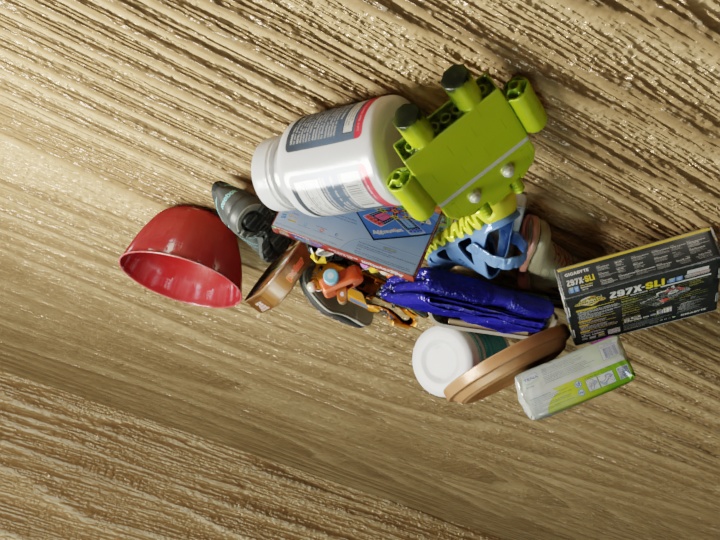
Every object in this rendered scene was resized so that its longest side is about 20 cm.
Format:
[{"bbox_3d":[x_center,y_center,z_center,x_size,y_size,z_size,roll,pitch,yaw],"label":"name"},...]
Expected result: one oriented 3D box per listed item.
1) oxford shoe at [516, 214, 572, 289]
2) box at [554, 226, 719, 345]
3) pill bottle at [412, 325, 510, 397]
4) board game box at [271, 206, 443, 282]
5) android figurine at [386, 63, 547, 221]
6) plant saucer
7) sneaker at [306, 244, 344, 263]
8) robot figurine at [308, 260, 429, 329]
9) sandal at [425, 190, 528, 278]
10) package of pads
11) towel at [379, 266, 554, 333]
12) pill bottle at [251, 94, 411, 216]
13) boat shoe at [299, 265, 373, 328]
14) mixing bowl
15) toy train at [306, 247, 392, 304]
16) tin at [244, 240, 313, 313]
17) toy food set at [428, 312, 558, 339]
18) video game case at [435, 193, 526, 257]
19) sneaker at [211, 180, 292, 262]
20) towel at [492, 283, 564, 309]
[{"bbox_3d":[0.245,-0.024,1.220,0.072,0.072,0.200,6,167,10],"label":"oxford shoe"},{"bbox_3d":[0.360,0.025,1.196,0.197,0.050,0.160,-16,148,11],"label":"box"},{"bbox_3d":[0.174,0.140,1.489,0.109,0.113,0.199,-2,178,33],"label":"pill bottle"},{"bbox_3d":[-0.004,-0.065,1.173,0.197,0.104,0.020,20,160,16],"label":"board game box"},{"bbox_3d":[0.115,-0.125,0.980,0.181,0.041,0.200,-36,139,7],"label":"android figurine"},{"bbox_3d":[0.210,0.138,1.308,0.198,0.033,0.201,-26,165,-7],"label":"plant saucer"},{"bbox_3d":[-0.053,-0.044,1.312,0.069,0.092,0.201,11,157,7],"label":"sneaker"},{"bbox_3d":[0.016,0.036,1.447,0.197,0.059,0.145,25,-177,-3],"label":"robot figurine"},{"bbox_3d":[0.144,-0.026,1.158,0.088,0.079,0.200,60,156,3],"label":"sandal"},{"bbox_3d":[0.294,0.148,1.270,0.152,0.069,0.200,-24,166,12],"label":"package of pads"},{"bbox_3d":[0.140,0.047,1.239,0.197,0.051,0.147,15,166,-21],"label":"towel"},{"bbox_3d":[-0.027,-0.126,1.070,0.197,0.122,0.119,-5,151,39],"label":"pill bottle"},{"bbox_3d":[-0.052,0.051,1.565,0.056,0.068,0.199,-9,152,34],"label":"boat shoe"},{"bbox_3d":[-0.266,-0.031,1.447,0.196,0.110,0.201,12,157,5],"label":"mixing bowl"},{"bbox_3d":[0.000,0.000,1.269,0.148,0.056,0.200,-21,166,-6],"label":"toy train"},{"bbox_3d":[-0.123,0.009,1.424,0.042,0.113,0.200,35,164,-10],"label":"tin"},{"bbox_3d":[0.199,0.060,1.414,0.196,0.062,0.143,8,-177,7],"label":"toy food set"},{"bbox_3d":[0.124,-0.064,1.251,0.178,0.023,0.201,11,158,7],"label":"video game case"},{"bbox_3d":[-0.154,-0.076,1.353,0.079,0.076,0.200,38,174,23],"label":"sneaker"},{"bbox_3d":[0.204,0.029,1.354,0.196,0.022,0.147,9,-176,8],"label":"towel"}]
